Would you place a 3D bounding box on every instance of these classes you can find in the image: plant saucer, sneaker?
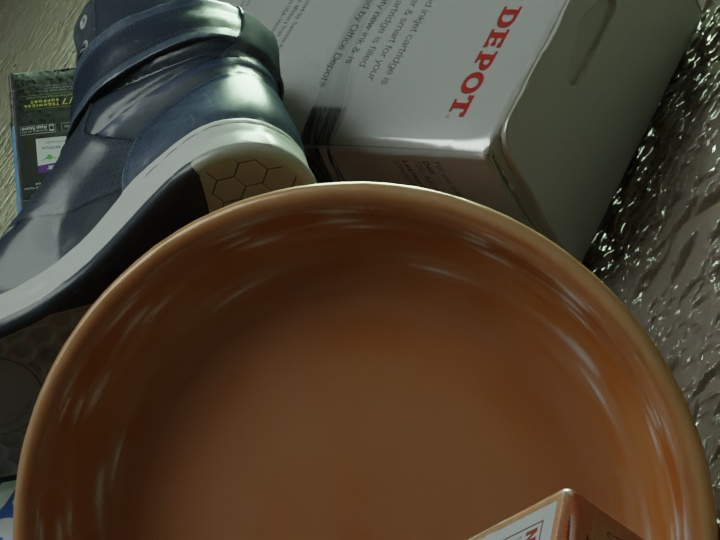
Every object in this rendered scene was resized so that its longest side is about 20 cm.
[{"bbox_3d":[0.001,0.075,0.528,0.200,0.200,0.037,-52,-9,8],"label":"plant saucer"},{"bbox_3d":[-0.104,-0.018,0.697,0.202,0.077,0.146,-37,38,18],"label":"sneaker"}]

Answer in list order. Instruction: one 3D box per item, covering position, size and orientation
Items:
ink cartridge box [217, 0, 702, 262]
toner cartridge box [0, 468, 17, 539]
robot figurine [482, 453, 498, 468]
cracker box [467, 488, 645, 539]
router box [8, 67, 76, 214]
[{"bbox_3d":[0.020,-0.081,0.768,0.200,0.084,0.146,7,58,40],"label":"ink cartridge box"},{"bbox_3d":[-0.158,0.157,0.654,0.095,0.043,0.200,-13,40,23],"label":"toner cartridge box"},{"bbox_3d":[-0.002,0.068,0.638,0.143,0.117,0.200,-21,17,-8],"label":"robot figurine"},{"bbox_3d":[0.027,0.136,0.418,0.200,0.134,0.058,-35,26,44],"label":"cracker box"},{"bbox_3d":[-0.137,0.021,0.922,0.200,0.051,0.149,93,168,-50],"label":"router box"}]
